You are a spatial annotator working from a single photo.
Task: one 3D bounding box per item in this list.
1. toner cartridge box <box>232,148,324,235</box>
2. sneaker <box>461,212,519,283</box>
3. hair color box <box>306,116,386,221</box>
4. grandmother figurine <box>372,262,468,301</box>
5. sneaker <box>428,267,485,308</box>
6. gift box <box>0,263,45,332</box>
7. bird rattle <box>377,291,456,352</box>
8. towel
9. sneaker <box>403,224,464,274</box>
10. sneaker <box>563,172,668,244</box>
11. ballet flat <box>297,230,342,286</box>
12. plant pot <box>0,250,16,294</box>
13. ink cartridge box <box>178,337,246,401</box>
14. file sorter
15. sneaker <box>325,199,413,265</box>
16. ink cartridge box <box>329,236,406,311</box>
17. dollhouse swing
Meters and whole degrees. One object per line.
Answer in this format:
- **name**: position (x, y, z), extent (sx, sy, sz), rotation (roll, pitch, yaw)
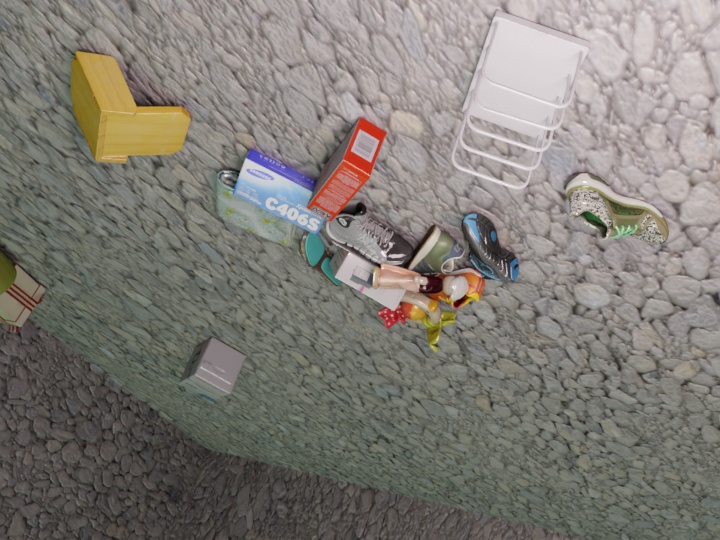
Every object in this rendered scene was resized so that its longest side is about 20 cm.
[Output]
- **toner cartridge box**: position (-0.155, -0.159, 1.516), extent (0.197, 0.044, 0.096), rotation (25, 127, -7)
- **sneaker**: position (0.238, -0.036, 1.454), extent (0.081, 0.074, 0.200), rotation (-2, 143, 38)
- **hair color box**: position (-0.028, -0.181, 1.359), extent (0.060, 0.103, 0.200), rotation (27, 153, -13)
- **grandmother figurine**: position (0.125, 0.024, 1.526), extent (0.195, 0.062, 0.121), rotation (7, -179, 7)
- **sneaker**: position (0.198, 0.046, 1.618), extent (0.072, 0.079, 0.199), rotation (28, 161, -16)
- **gift box**: position (-1.246, 0.095, 2.619), extent (0.196, 0.187, 0.188), rotation (12, 150, 29)
- **bird rattle**: position (0.126, 0.086, 1.726), extent (0.198, 0.113, 0.164), rotation (29, 158, 22)
- **towel**: position (-0.229, -0.134, 1.642), extent (0.196, 0.049, 0.172), rotation (23, 151, -1)
- **sneaker**: position (0.152, -0.015, 1.556), extent (0.089, 0.068, 0.201), rotation (29, 149, -3)
- **sneaker**: position (0.421, -0.078, 1.233), extent (0.196, 0.090, 0.077), rotation (25, 152, -6)
- **ballet flat**: position (-0.105, -0.031, 1.725), extent (0.074, 0.069, 0.201), rotation (20, 159, 38)
- **plant pot**: position (-1.267, -0.036, 2.441), extent (0.183, 0.189, 0.203), rotation (11, 136, 18)
- **ink cartridge box**: position (-0.518, 0.348, 2.584), extent (0.145, 0.148, 0.199), rotation (32, 151, -19)
- **file sorter**: position (0.220, -0.235, 1.064), extent (0.136, 0.127, 0.201), rotation (19, 152, 3)
- **sneaker**: position (0.020, -0.084, 1.527), extent (0.196, 0.076, 0.116), rotation (20, 150, 6)
- **ink cartridge box**: position (0.000, 0.000, 1.636), extent (0.197, 0.068, 0.117), rotation (30, -171, -15)
- **dollhouse swing**: position (-0.461, -0.329, 1.478), extent (0.185, 0.173, 0.200), rotation (63, 152, 9)
